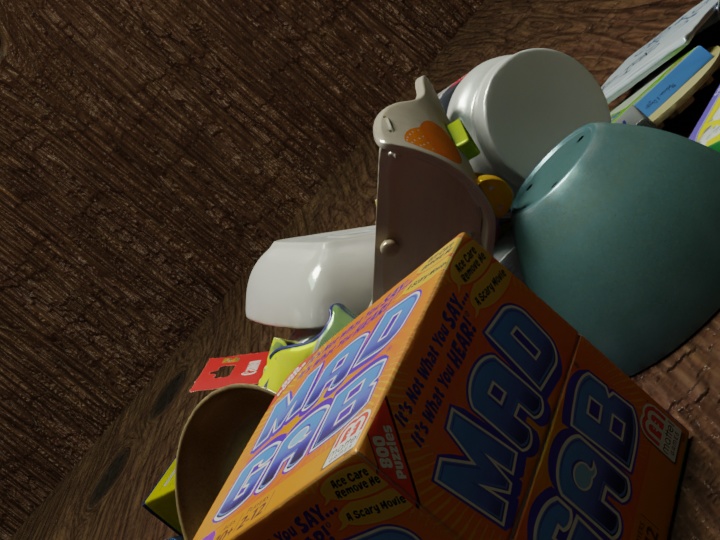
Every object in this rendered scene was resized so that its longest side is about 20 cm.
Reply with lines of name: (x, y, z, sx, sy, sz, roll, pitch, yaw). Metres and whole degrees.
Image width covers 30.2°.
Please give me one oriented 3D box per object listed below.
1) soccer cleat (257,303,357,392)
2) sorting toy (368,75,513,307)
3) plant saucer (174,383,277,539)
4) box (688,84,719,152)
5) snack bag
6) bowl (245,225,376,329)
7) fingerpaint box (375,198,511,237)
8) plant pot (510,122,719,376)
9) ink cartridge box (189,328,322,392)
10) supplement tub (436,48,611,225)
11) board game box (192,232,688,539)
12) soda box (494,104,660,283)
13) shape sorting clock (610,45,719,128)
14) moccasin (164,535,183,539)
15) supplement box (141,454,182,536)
soccer cleat: (-0.063, 0.103, 1.153, 0.200, 0.084, 0.065, -39, -9, 24)
sorting toy: (0.057, -0.066, 1.096, 0.180, 0.107, 0.200, -94, 5, -52)
plant saucer: (-0.065, 0.181, 1.017, 0.035, 0.200, 0.200, -12, -22, -47)
box: (0.342, -0.140, 1.036, 0.117, 0.048, 0.200, -55, 14, -28)
snack bag: (0.323, -0.235, 1.431, 0.189, 0.021, 0.200, -36, 5, 45)
bowl: (0.000, 0.000, 1.257, 0.199, 0.075, 0.200, -9, 5, -24)
fingerpaint box: (0.098, -0.065, 1.419, 0.167, 0.073, 0.200, -54, -24, -22)
plant pot: (0.194, -0.034, 1.022, 0.200, 0.135, 0.200, -47, 11, 12)
ink cartridge box: (-0.054, 0.066, 1.248, 0.200, 0.050, 0.161, -5, 6, 1)
supplement tub: (0.125, -0.114, 1.218, 0.140, 0.140, 0.200, -53, 11, -20)
board game box: (0.046, 0.145, 0.817, 0.200, 0.200, 0.200, -41, 13, 40)
soda box: (0.208, -0.057, 1.241, 0.200, 0.063, 0.068, -46, 11, 16)
shape sorting clock: (0.283, -0.156, 1.345, 0.200, 0.039, 0.200, -41, 3, 2)
moccasin: (-0.263, 0.385, 1.551, 0.200, 0.068, 0.080, -53, 39, 19)
supplement box: (-0.146, 0.241, 1.512, 0.110, 0.109, 0.200, -56, 13, -31)
